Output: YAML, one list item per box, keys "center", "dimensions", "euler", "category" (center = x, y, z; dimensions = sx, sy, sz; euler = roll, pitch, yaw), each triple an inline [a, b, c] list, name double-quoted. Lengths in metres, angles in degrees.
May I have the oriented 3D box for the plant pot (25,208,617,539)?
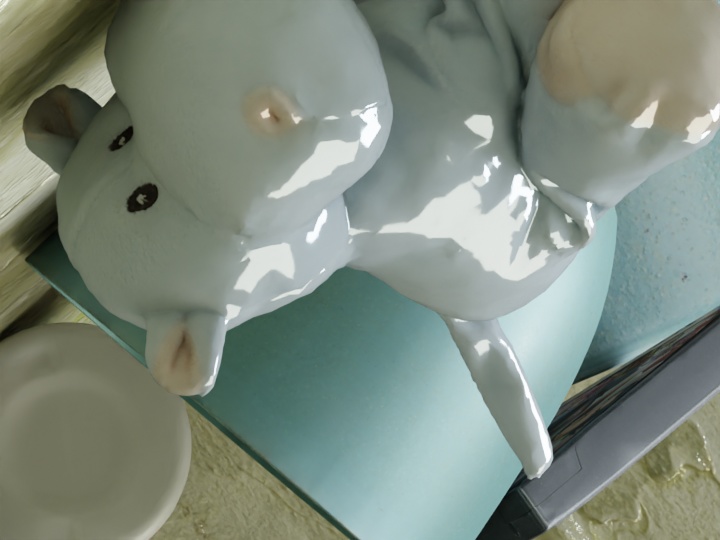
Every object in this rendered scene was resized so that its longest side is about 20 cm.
- center: [0.000, 0.000, 1.037]
  dimensions: [0.161, 0.200, 0.201]
  euler: [-51, 180, -5]
  category: "plant pot"

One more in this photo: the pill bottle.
- center: [-0.144, 0.092, 1.326]
  dimensions: [0.114, 0.114, 0.200]
  euler: [-42, 179, -11]
  category: "pill bottle"

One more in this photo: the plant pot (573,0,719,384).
- center: [0.141, -0.068, 1.321]
  dimensions: [0.200, 0.197, 0.196]
  euler: [-17, -173, 16]
  category: "plant pot"

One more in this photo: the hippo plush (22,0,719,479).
- center: [-0.013, -0.050, 0.759]
  dimensions: [0.160, 0.160, 0.200]
  euler: [-8, 145, -27]
  category: "hippo plush"

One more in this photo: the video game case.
- center: [0.082, 0.082, 1.170]
  dimensions: [0.200, 0.026, 0.181]
  euler: [-34, 178, -40]
  category: "video game case"
